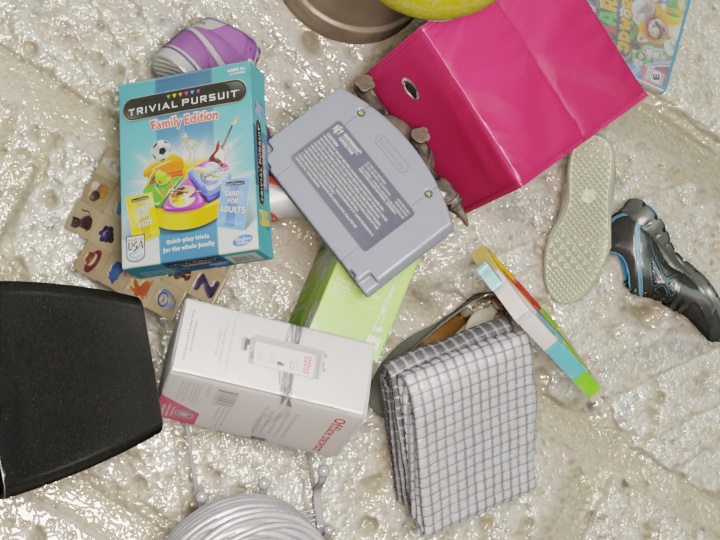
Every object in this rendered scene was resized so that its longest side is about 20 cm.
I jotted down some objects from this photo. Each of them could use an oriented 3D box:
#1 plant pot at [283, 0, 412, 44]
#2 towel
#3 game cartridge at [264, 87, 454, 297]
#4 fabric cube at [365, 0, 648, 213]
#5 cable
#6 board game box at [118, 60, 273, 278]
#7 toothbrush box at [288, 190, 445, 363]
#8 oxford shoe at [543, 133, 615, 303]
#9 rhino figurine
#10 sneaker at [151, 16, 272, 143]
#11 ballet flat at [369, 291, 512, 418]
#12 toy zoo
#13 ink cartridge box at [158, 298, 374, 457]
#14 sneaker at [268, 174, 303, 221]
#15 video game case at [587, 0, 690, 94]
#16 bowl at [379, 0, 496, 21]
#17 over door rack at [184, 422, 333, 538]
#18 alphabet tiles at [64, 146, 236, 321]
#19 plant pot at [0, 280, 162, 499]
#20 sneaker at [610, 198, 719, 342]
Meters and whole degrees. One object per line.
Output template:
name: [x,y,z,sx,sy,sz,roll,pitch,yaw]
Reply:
plant pot: [0.012,-0.372,1.585,0.198,0.173,0.202,2,82,-17]
towel: [0.109,0.167,1.550,0.164,0.085,0.202,-19,117,-26]
game cartridge: [0.000,-0.086,1.463,0.133,0.042,0.200,-35,69,-8]
fabric cube: [0.157,-0.206,1.591,0.199,0.196,0.200,-35,94,-19]
cable: [-0.121,0.328,1.465,0.199,0.069,0.201,34,92,-28]
board game box: [-0.171,-0.103,1.467,0.149,0.047,0.202,-8,75,15]
toothbrush box: [0.000,0.000,1.540,0.086,0.146,0.201,26,76,-10]
oxford shoe: [0.260,-0.060,1.665,0.074,0.058,0.202,10,97,9]
rhino figurine: [0.053,-0.123,1.589,0.060,0.088,0.200,-41,81,-15]
sneaker: [-0.126,-0.190,1.572,0.114,0.072,0.201,-46,106,-33]
ballet flat: [0.090,0.089,1.596,0.200,0.064,0.068,-39,94,-18]
toy zoo: [0.186,0.049,1.558,0.020,0.132,0.200,-39,126,8]
ink cartridge box: [-0.099,0.113,1.446,0.198,0.147,0.084,14,64,-9]
sneaker: [-0.145,-0.053,1.528,0.199,0.067,0.109,13,79,6]
video game case: [0.302,-0.318,1.743,0.198,0.018,0.144,21,77,-12]
bowl: [0.080,-0.318,1.443,0.198,0.108,0.202,-2,55,2]
over door rack: [-0.114,0.199,1.517,0.146,0.067,0.202,-9,85,-18]
alphabet tiles: [-0.211,-0.048,1.495,0.199,0.006,0.168,26,86,21]
plant pot: [-0.306,0.114,1.416,0.176,0.199,0.202,-7,83,-28]
sneaker: [0.357,0.013,1.693,0.082,0.073,0.200,-39,88,-2]
